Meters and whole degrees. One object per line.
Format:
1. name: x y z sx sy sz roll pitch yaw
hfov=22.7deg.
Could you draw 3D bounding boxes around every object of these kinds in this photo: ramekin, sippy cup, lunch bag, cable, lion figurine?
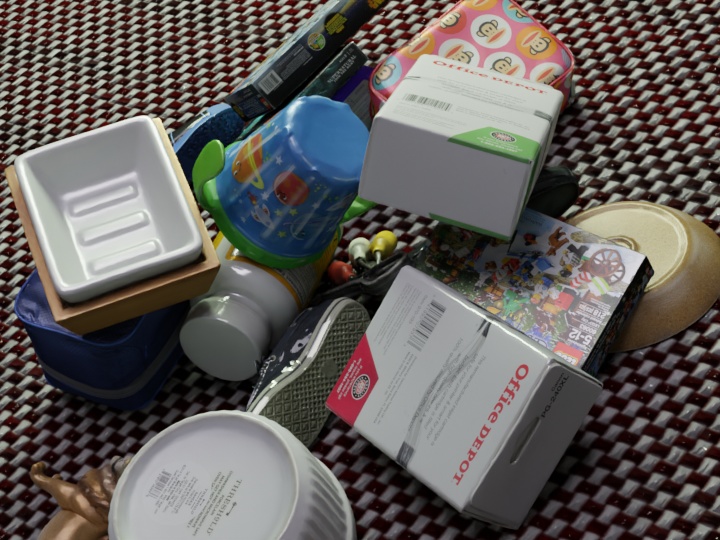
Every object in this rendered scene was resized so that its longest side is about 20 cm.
1. ramekin: -0.111 0.210 1.466 0.200 0.105 0.200 -9 54 12
2. sippy cup: -0.056 -0.091 1.662 0.178 0.140 0.130 -39 -3 -44
3. lunch bag: -0.233 0.028 1.753 0.136 0.132 0.200 19 56 19
4. cable: 0.000 0.000 1.689 0.097 0.050 0.200 -33 3 -1
5. lion figurine: -0.263 0.240 1.577 0.122 0.072 0.200 25 70 28
6. lunch bag: 0.126 -0.185 1.869 0.200 0.082 0.176 -38 65 -21

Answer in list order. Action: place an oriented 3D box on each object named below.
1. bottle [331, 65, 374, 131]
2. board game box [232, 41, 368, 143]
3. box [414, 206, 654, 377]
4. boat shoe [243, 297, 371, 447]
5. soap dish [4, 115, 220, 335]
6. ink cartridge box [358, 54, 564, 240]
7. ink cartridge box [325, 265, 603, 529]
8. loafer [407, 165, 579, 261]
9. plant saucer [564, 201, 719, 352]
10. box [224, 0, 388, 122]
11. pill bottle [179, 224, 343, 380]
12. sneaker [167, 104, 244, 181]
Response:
1. bottle: -0.040 -0.133 1.903 0.065 0.084 0.200 36 56 5
2. board game box: -0.068 -0.180 1.912 0.135 0.028 0.200 -46 10 -9
3. box: 0.145 0.015 1.615 0.200 0.038 0.137 24 75 31
4. boat shoe: -0.063 0.106 1.632 0.062 0.075 0.200 1 49 45
5. soap dish: -0.231 -0.040 1.671 0.157 0.081 0.200 -19 53 -9
6. ink cartridge box: 0.095 -0.117 1.631 0.146 0.084 0.200 17 25 8
7. ink cartridge box: 0.085 0.106 1.511 0.200 0.083 0.145 34 95 45
8. loafer: 0.132 -0.027 1.713 0.200 0.068 0.070 -34 47 -8
9. plant saucer: 0.238 -0.006 1.661 0.200 0.035 0.200 -13 38 10
10. box: -0.049 -0.241 1.891 0.200 0.040 0.137 -45 11 -12
11. pill bottle: -0.099 0.007 1.735 0.113 0.113 0.200 0 42 25
12. sneaker: -0.218 -0.123 1.983 0.078 0.070 0.200 24 56 37
